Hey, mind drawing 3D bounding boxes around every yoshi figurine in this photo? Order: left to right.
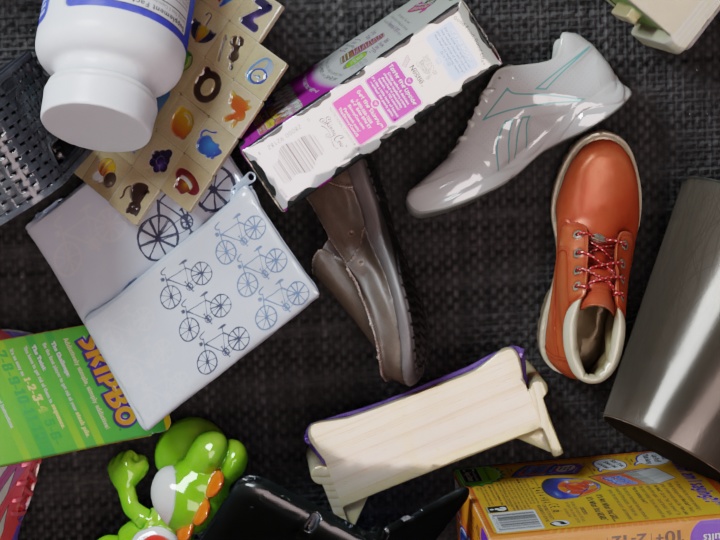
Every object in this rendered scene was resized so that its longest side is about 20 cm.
[{"bbox_3d":[-0.158,0.197,1.738,0.112,0.112,0.200,47,110,26],"label":"yoshi figurine"}]

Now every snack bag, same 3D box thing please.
[{"bbox_3d":[-0.147,-0.009,1.657,0.188,0.021,0.201,-37,75,21],"label":"snack bag"}]

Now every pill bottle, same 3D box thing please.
[{"bbox_3d":[-0.178,-0.194,1.601,0.111,0.112,0.201,10,69,-7],"label":"pill bottle"}]

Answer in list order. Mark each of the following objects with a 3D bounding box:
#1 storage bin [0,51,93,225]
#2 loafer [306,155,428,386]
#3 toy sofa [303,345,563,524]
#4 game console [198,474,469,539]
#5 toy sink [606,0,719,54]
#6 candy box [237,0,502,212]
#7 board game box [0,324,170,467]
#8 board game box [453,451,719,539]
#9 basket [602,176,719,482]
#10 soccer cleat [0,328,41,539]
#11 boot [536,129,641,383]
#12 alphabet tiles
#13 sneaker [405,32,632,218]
[{"bbox_3d":[-0.315,-0.067,1.622,0.199,0.135,0.094,-30,102,15],"label":"storage bin"},{"bbox_3d":[0.000,0.000,1.703,0.071,0.073,0.201,-19,75,10],"label":"loafer"},{"bbox_3d":[0.054,0.128,1.736,0.199,0.083,0.098,-22,99,-1],"label":"toy sofa"},{"bbox_3d":[-0.040,0.223,1.692,0.175,0.117,0.200,28,130,-6],"label":"game console"},{"bbox_3d":[0.231,-0.240,1.663,0.200,0.130,0.112,37,95,-11],"label":"toy sink"},{"bbox_3d":[0.001,-0.134,1.656,0.200,0.136,0.061,-35,105,2],"label":"candy box"},{"bbox_3d":[-0.247,0.097,1.682,0.199,0.030,0.096,-10,86,-28],"label":"board game box"},{"bbox_3d":[0.189,0.269,1.713,0.198,0.200,0.201,-5,100,-4],"label":"board game box"},{"bbox_3d":[0.282,0.051,1.680,0.136,0.180,0.201,36,79,-51],"label":"basket"},{"bbox_3d":[-0.278,0.146,1.719,0.073,0.068,0.201,-3,98,-9],"label":"soccer cleat"},{"bbox_3d":[0.189,-0.008,1.713,0.075,0.107,0.201,5,98,-4],"label":"boot"},{"bbox_3d":[-0.147,-0.142,1.655,0.166,0.006,0.200,37,96,29],"label":"alphabet tiles"},{"bbox_3d":[0.113,-0.113,1.712,0.200,0.070,0.080,-34,92,-5],"label":"sneaker"}]
